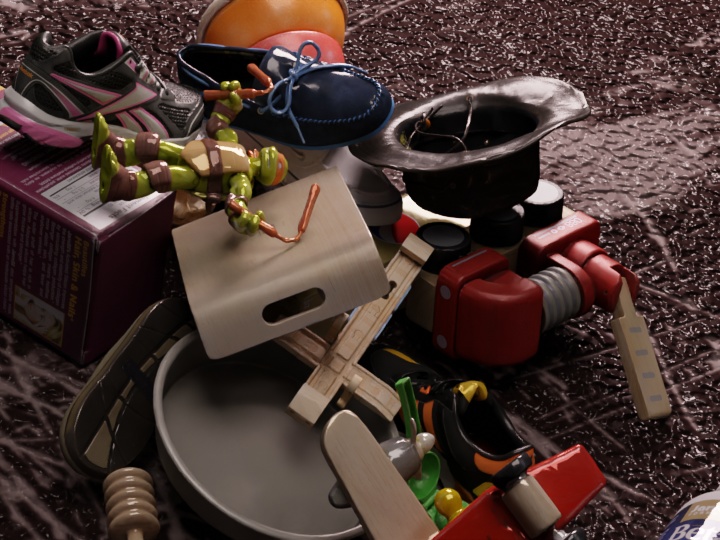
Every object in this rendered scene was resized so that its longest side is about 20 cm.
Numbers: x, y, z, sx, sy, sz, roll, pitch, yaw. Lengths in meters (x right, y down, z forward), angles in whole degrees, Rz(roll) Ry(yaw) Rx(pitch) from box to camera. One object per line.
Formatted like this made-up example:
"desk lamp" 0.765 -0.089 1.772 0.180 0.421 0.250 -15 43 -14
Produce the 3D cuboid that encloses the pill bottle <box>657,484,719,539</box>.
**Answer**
"pill bottle" 0.251 0.225 1.367 0.111 0.112 0.200 27 40 18

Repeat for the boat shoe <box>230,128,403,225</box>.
"boat shoe" -0.039 -0.106 1.636 0.199 0.066 0.073 34 40 31

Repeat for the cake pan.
"cake pan" -0.064 0.125 1.428 0.199 0.037 0.201 18 42 -17

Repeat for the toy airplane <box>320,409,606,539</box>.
"toy airplane" 0.059 0.206 1.328 0.197 0.202 0.141 8 -3 7

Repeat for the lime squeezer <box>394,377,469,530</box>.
"lime squeezer" 0.069 0.164 1.413 0.201 0.070 0.038 57 41 -9

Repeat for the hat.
"hat" 0.093 -0.089 1.587 0.199 0.082 0.201 -10 21 4

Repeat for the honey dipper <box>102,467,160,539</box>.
"honey dipper" -0.149 0.220 1.326 0.038 0.038 0.201 0 42 -15

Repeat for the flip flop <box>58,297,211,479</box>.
"flip flop" -0.168 0.090 1.460 0.081 0.057 0.200 53 41 -12

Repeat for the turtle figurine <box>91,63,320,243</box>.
"turtle figurine" -0.123 -0.087 1.489 0.160 0.065 0.201 2 48 -18

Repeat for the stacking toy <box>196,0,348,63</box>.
"stacking toy" -0.062 -0.157 1.766 0.145 0.146 0.201 -4 57 -20

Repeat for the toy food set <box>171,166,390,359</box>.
"toy food set" -0.063 -0.005 1.487 0.143 0.061 0.200 -21 24 -2

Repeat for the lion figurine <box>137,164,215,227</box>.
"lion figurine" -0.215 -0.073 1.635 0.199 0.073 0.123 -16 61 13

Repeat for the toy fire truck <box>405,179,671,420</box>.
"toy fire truck" 0.157 0.039 1.585 0.175 0.130 0.199 -24 41 -37

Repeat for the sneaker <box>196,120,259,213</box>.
"sneaker" -0.110 -0.088 1.697 0.104 0.060 0.200 -23 47 -32

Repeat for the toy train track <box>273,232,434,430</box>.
"toy train track" 0.005 0.038 1.473 0.114 0.033 0.200 34 52 2

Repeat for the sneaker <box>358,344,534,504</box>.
"sneaker" 0.069 0.105 1.482 0.070 0.090 0.200 -17 47 -32

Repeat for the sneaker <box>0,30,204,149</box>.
"sneaker" -0.190 -0.144 1.531 0.080 0.087 0.199 35 22 28

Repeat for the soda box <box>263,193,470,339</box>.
"soda box" 0.000 0.000 1.611 0.199 0.068 0.064 -24 50 -37

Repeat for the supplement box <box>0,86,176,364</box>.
"supplement box" -0.257 -0.041 1.541 0.199 0.132 0.103 30 40 20

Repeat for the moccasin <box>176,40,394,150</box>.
"moccasin" -0.071 -0.145 1.592 0.199 0.068 0.081 6 56 27
